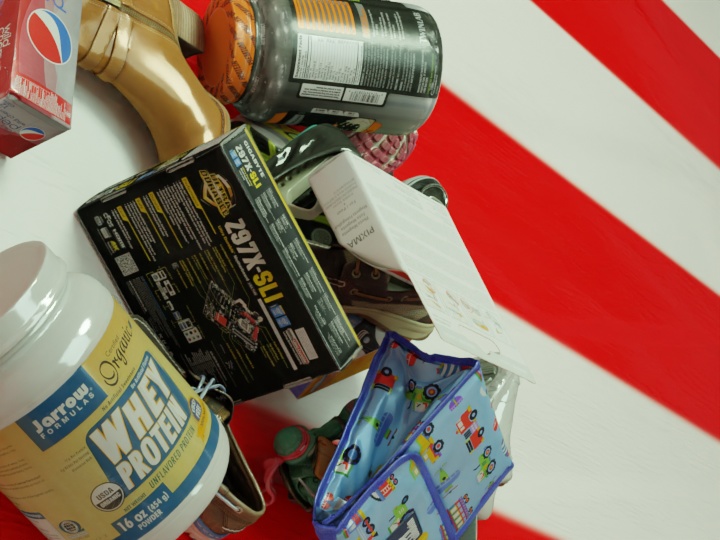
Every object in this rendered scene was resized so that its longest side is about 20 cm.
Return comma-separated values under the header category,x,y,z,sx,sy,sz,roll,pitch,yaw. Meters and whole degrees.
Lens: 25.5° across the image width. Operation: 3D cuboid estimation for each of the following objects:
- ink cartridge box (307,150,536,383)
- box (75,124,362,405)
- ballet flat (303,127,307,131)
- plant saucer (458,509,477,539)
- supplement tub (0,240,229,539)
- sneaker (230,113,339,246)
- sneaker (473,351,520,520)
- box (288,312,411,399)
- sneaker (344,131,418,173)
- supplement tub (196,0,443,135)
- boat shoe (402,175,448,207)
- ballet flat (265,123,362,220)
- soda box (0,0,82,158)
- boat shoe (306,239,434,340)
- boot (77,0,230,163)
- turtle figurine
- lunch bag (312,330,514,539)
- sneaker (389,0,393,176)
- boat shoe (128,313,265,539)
category,x,y,z,sx,sy,sz,roll,pitch,yaw
ink cartridge box,0.051,0.007,1.318,0.162,0.057,0.200,26,36,-52
box,-0.112,0.006,1.252,0.200,0.160,0.049,62,32,-11
ballet flat,-0.006,-0.056,1.522,0.200,0.069,0.069,50,24,27
plant saucer,0.066,0.241,1.427,0.201,0.039,0.201,-176,-90,-83
supplement tub,-0.200,0.093,1.086,0.200,0.145,0.145,52,36,-26
sneaker,-0.039,-0.077,1.453,0.200,0.075,0.076,44,33,-8
sneaker,0.122,0.169,1.610,0.099,0.078,0.200,60,39,-32
box,-0.043,0.043,1.409,0.119,0.041,0.200,49,31,14
sneaker,-0.022,-0.176,1.539,0.200,0.075,0.081,45,78,-23
supplement tub,-0.037,-0.188,1.421,0.200,0.123,0.123,4,67,-25
boat shoe,0.058,-0.043,1.618,0.072,0.071,0.200,59,33,-17
ballet flat,-0.076,-0.057,1.342,0.200,0.068,0.068,-40,144,-22
soda box,-0.260,-0.192,1.222,0.063,0.070,0.200,33,47,-45
boat shoe,0.000,0.000,1.404,0.200,0.072,0.072,23,32,-29
boot,-0.186,-0.163,1.312,0.155,0.077,0.200,21,57,-50
turtle figurine,-0.017,0.171,1.362,0.200,0.101,0.150,48,51,-51
lunch bag,0.026,0.178,1.274,0.200,0.094,0.151,-56,145,-27
sneaker,0.024,-0.182,1.601,0.076,0.115,0.200,3,70,-56
boat shoe,-0.134,0.114,1.240,0.200,0.072,0.072,61,33,-14
